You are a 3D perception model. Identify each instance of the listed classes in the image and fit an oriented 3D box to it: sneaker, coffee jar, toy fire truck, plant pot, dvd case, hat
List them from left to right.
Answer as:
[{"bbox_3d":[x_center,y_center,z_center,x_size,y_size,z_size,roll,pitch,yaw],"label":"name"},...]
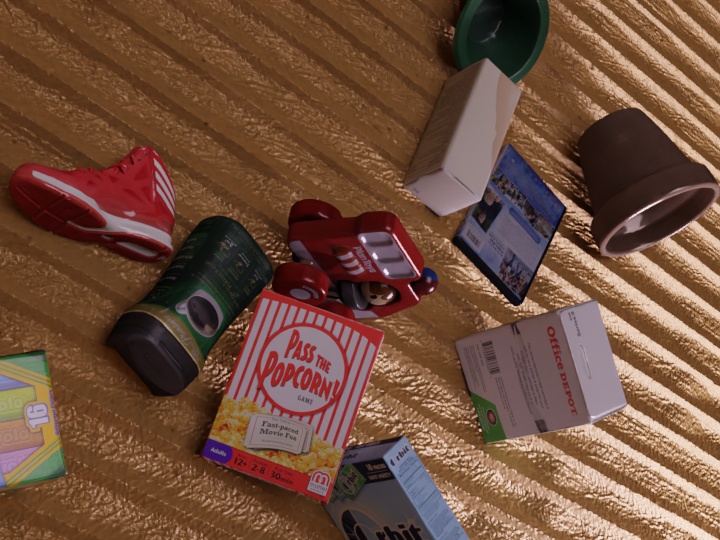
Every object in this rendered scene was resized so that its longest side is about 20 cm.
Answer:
[{"bbox_3d":[-0.289,-0.094,1.257,0.199,0.078,0.117,31,51,-40],"label":"sneaker"},{"bbox_3d":[-0.189,0.040,1.273,0.105,0.085,0.201,54,52,-24],"label":"coffee jar"},{"bbox_3d":[0.000,0.000,1.356,0.200,0.166,0.113,54,42,-50],"label":"toy fire truck"},{"bbox_3d":[0.171,-0.389,1.712,0.164,0.176,0.202,13,107,-36],"label":"hat"},{"bbox_3d":[0.219,-0.067,1.656,0.143,0.017,0.201,44,55,-20],"label":"dvd case"},{"bbox_3d":[0.417,-0.147,1.736,0.198,0.200,0.176,-6,64,-38],"label":"plant pot"}]

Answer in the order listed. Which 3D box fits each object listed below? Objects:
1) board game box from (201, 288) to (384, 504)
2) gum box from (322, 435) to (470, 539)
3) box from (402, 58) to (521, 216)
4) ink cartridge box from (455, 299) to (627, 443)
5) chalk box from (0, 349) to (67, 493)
[{"bbox_3d":[-0.074,0.141,1.289,0.149,0.046,0.203,18,76,4],"label":"board game box"},{"bbox_3d":[0.040,0.293,1.322,0.044,0.169,0.202,-38,101,-37],"label":"gum box"},{"bbox_3d":[0.142,-0.184,1.584,0.077,0.094,0.202,37,60,-23],"label":"box"},{"bbox_3d":[0.234,0.134,1.493,0.083,0.199,0.148,-13,85,-39],"label":"ink cartridge box"},{"bbox_3d":[-0.395,0.157,1.062,0.198,0.124,0.126,-7,81,-37],"label":"chalk box"}]
